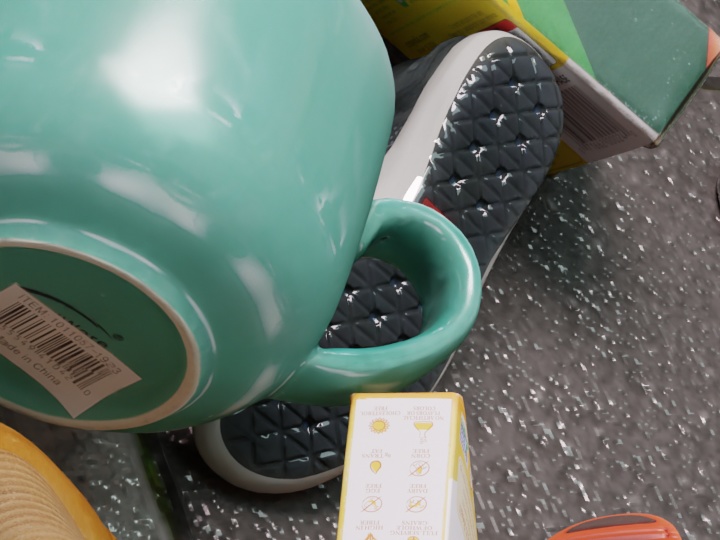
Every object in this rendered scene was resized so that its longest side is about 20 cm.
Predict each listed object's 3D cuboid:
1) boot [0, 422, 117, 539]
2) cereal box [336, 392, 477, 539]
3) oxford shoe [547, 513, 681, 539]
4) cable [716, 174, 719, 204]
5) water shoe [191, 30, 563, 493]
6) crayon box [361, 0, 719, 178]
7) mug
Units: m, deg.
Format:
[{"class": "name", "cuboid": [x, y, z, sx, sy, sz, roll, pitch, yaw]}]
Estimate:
[{"class": "boot", "cuboid": [-0.083, 0.115, 0.806, 0.071, 0.202, 0.144, -31, 33, -11]}, {"class": "cereal box", "cuboid": [0.012, 0.156, 0.801, 0.039, 0.144, 0.201, 0, 47, 6]}, {"class": "oxford shoe", "cuboid": [0.082, 0.158, 0.921, 0.200, 0.071, 0.073, -75, 153, -56]}, {"class": "cable", "cuboid": [0.186, 0.033, 1.129, 0.097, 0.050, 0.200, -13, 51, -25]}, {"class": "water shoe", "cuboid": [0.000, 0.000, 0.980, 0.072, 0.079, 0.200, 49, 63, -22]}, {"class": "crayon box", "cuboid": [0.031, -0.122, 1.047, 0.200, 0.127, 0.051, 40, 78, -10]}, {"class": "mug", "cuboid": [-0.060, -0.021, 0.812, 0.184, 0.152, 0.115, 8, 51, 10]}]
